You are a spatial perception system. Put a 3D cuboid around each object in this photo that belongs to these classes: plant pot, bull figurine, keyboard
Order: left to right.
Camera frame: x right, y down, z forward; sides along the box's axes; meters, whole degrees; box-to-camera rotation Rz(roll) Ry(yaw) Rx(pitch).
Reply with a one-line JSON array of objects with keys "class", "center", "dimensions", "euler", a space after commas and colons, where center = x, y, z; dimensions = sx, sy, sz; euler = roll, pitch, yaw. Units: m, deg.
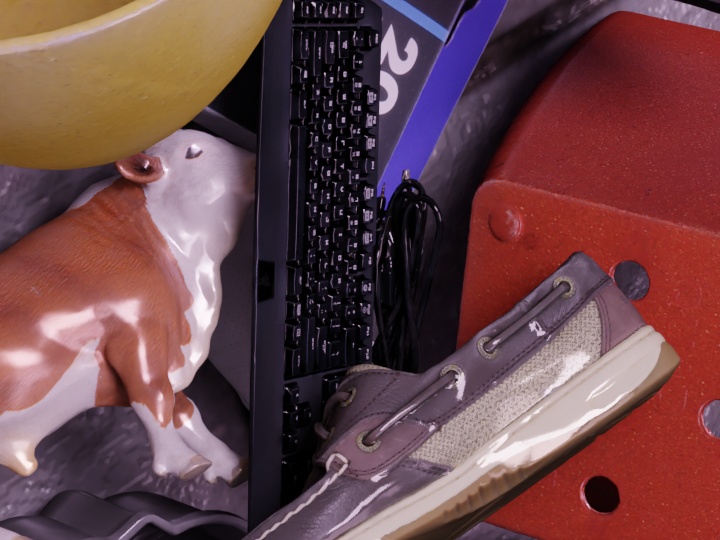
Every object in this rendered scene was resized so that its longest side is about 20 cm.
[{"class": "plant pot", "center": [-0.100, -0.110, 0.747], "dimensions": [0.200, 0.200, 0.142], "euler": [-44, 156, -18]}, {"class": "bull figurine", "center": [-0.105, 0.033, 0.833], "dimensions": [0.199, 0.122, 0.065], "euler": [-27, 163, -10]}, {"class": "keyboard", "center": [0.000, 0.000, 0.855], "dimensions": [0.104, 0.039, 0.201], "euler": [-13, 107, -62]}, {"class": "plant pot", "center": [0.134, 0.024, 0.944], "dimensions": [0.176, 0.199, 0.201], "euler": [-23, 123, -56]}]

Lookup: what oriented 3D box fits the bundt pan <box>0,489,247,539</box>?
[{"class": "bundt pan", "center": [-0.107, 0.171, 0.915], "dimensions": [0.201, 0.076, 0.203], "euler": [-18, 119, -36]}]

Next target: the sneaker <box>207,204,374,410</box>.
[{"class": "sneaker", "center": [-0.014, 0.040, 0.938], "dimensions": [0.070, 0.080, 0.201], "euler": [-39, 124, -20]}]

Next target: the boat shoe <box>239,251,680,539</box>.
[{"class": "boat shoe", "center": [0.015, 0.062, 0.825], "dimensions": [0.200, 0.066, 0.072], "euler": [-30, 166, -16]}]

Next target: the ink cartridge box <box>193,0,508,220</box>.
[{"class": "ink cartridge box", "center": [0.005, -0.133, 0.909], "dimensions": [0.200, 0.043, 0.199], "euler": [27, 88, -44]}]

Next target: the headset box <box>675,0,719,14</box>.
[{"class": "headset box", "center": [0.097, -0.203, 0.838], "dimensions": [0.148, 0.075, 0.201], "euler": [15, 95, -7]}]
